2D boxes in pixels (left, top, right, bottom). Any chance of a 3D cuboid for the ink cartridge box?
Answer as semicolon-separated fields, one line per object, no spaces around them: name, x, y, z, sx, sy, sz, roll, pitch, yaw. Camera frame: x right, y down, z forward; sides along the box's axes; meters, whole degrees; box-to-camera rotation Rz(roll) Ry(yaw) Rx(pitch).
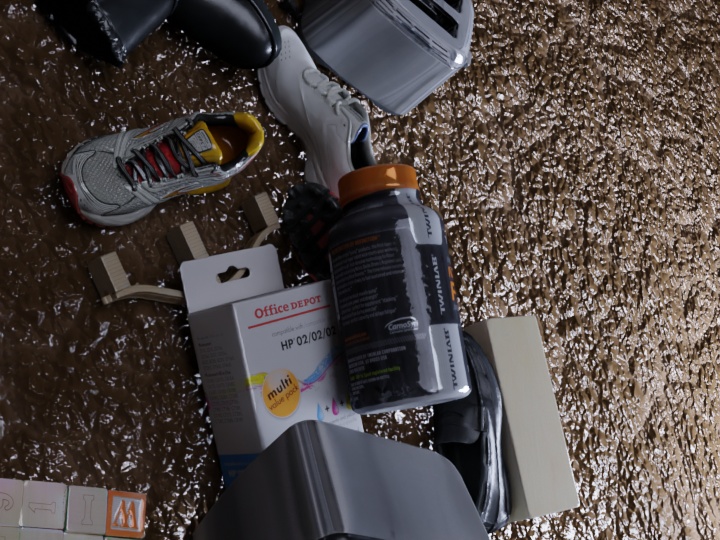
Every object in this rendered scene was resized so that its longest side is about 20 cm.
ink cartridge box;-0.072;0.079;0.864;0.114;0.067;0.204;-14;91;-45

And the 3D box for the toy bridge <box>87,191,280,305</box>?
toy bridge;-0.143;-0.008;0.881;0.199;0.027;0.068;-28;94;-45

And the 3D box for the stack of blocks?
stack of blocks;-0.251;0.170;0.648;0.198;0.114;0.060;17;62;-36

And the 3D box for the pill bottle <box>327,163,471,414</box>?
pill bottle;0.028;0.014;0.869;0.105;0.105;0.204;0;77;-42

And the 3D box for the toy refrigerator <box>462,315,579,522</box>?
toy refrigerator;0.158;0.155;1.066;0.075;0.070;0.204;-3;74;-36

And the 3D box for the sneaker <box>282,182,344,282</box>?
sneaker;0.000;0.000;0.981;0.201;0.071;0.098;49;9;10

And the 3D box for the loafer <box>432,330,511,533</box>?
loafer;0.104;0.160;1.010;0.070;0.067;0.204;4;74;-53

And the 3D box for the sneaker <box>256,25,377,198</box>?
sneaker;-0.032;-0.154;1.002;0.074;0.087;0.202;-30;93;-43

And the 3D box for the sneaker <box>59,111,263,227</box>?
sneaker;-0.165;-0.098;0.860;0.199;0.082;0.079;-28;92;-44

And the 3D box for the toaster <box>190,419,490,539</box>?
toaster;-0.025;0.225;0.776;0.198;0.181;0.120;20;34;-35

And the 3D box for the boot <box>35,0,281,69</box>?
boot;-0.180;-0.231;0.907;0.199;0.073;0.163;47;45;-8

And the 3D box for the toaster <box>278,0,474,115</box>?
toaster;0.027;-0.264;1.072;0.199;0.128;0.115;33;53;-28
